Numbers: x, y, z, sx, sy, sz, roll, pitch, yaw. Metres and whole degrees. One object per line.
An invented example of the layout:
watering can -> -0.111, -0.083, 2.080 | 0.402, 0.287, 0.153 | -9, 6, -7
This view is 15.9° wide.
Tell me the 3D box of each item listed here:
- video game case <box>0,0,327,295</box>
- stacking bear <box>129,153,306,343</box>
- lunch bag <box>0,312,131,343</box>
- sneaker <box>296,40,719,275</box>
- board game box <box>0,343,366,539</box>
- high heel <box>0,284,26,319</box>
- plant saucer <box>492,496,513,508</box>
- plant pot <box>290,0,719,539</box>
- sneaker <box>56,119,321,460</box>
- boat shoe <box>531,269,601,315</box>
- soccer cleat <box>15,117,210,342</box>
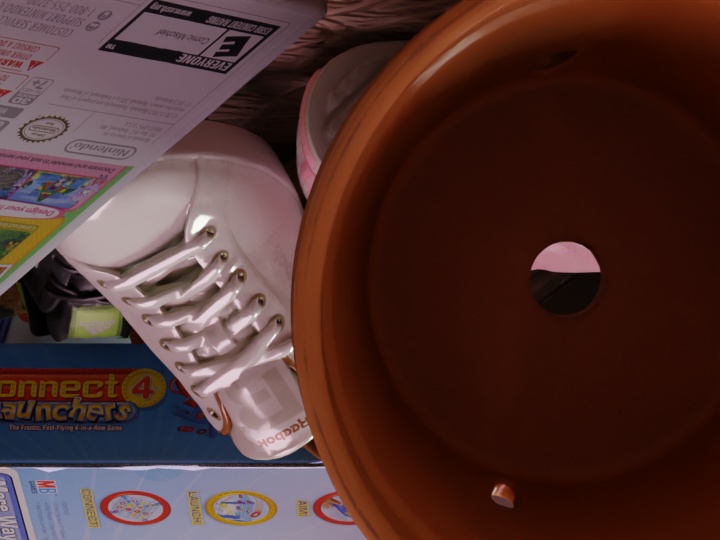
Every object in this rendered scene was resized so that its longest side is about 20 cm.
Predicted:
video game case -> -0.133, -0.037, 0.672 | 0.182, 0.022, 0.200 | -38, 155, 29
stacking bear -> 0.000, 0.000, 1.037 | 0.114, 0.122, 0.200 | 46, 143, -14
lunch bag -> -0.092, 0.058, 1.159 | 0.200, 0.161, 0.076 | 20, 180, -29
sneaker -> 0.072, -0.032, 0.873 | 0.200, 0.076, 0.105 | 7, 168, -9
board game box -> -0.075, 0.105, 1.051 | 0.195, 0.056, 0.200 | 0, 146, 1
high heel -> -0.187, -0.013, 1.003 | 0.200, 0.072, 0.143 | 9, 178, -14
plant saucer -> 0.112, 0.109, 0.949 | 0.200, 0.035, 0.200 | 22, 161, 8
plant pot -> 0.072, 0.007, 0.749 | 0.200, 0.200, 0.140 | 0, -176, -8
sneaker -> -0.040, 0.013, 0.878 | 0.073, 0.085, 0.200 | -26, 151, 17
boat shoe -> 0.109, -0.012, 0.953 | 0.200, 0.072, 0.068 | -26, -162, -22
soccer cleat -> -0.093, -0.017, 0.947 | 0.067, 0.081, 0.200 | 0, 172, -15
